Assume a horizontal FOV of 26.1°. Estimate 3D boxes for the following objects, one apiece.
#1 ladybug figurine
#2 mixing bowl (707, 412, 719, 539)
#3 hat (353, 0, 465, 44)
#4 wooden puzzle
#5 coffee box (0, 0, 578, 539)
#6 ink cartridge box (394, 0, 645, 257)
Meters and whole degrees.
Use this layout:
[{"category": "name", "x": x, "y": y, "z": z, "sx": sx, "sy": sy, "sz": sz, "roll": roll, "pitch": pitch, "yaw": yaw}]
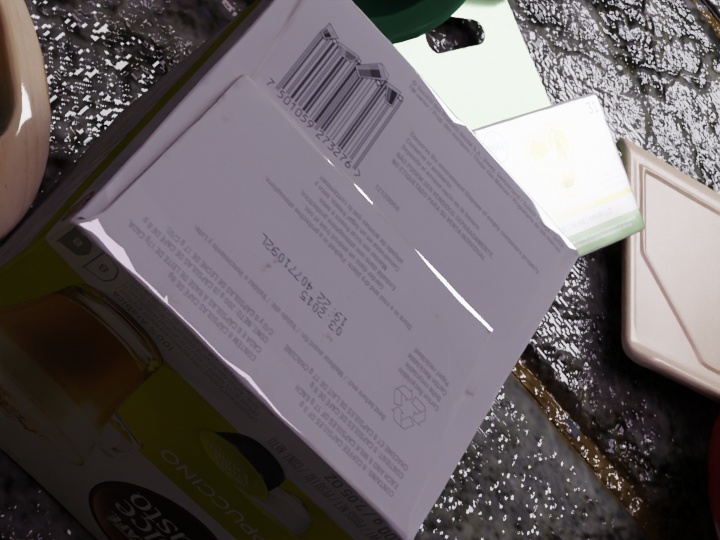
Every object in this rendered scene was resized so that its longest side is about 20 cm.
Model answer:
[{"category": "ladybug figurine", "x": -0.221, "y": -0.089, "z": 0.751, "sx": 0.135, "sy": 0.072, "sz": 0.201, "roll": 6, "pitch": 65, "yaw": -40}, {"category": "mixing bowl", "x": 0.311, "y": 0.128, "z": 1.051, "sx": 0.199, "sy": 0.201, "sz": 0.109, "roll": 25, "pitch": 19, "yaw": -30}, {"category": "hat", "x": 0.009, "y": -0.237, "z": 1.024, "sx": 0.176, "sy": 0.165, "sz": 0.201, "roll": -84, "pitch": 150, "yaw": -72}, {"category": "wooden puzzle", "x": 0.254, "y": 0.017, "z": 1.146, "sx": 0.184, "sy": 0.037, "sz": 0.201, "roll": 26, "pitch": 49, "yaw": -29}, {"category": "coffee box", "x": -0.057, "y": 0.016, "z": 0.749, "sx": 0.200, "sy": 0.197, "sz": 0.200, "roll": 46, "pitch": 50, "yaw": -14}, {"category": "ink cartridge box", "x": 0.104, "y": -0.099, "z": 1.052, "sx": 0.145, "sy": 0.048, "sz": 0.201, "roll": -20, "pitch": 89, "yaw": -44}]
